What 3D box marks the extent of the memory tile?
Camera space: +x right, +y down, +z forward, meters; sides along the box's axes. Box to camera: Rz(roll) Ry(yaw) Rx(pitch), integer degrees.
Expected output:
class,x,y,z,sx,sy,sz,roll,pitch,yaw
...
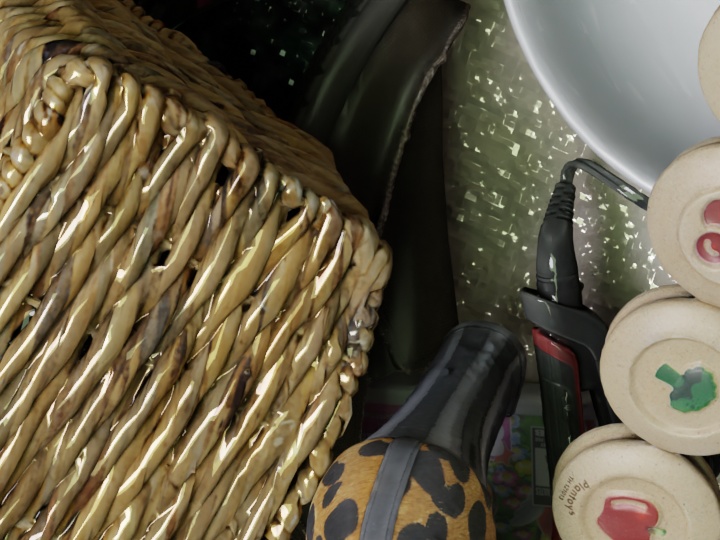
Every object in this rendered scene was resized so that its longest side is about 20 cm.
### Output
class,x,y,z,sx,sy,sz,roll,pitch,yaw
memory tile,0.142,0.025,0.800,0.153,0.017,0.201,20,124,7

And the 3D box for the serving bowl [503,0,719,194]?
class,x,y,z,sx,sy,sz,roll,pitch,yaw
serving bowl,0.139,-0.105,0.833,0.199,0.066,0.201,-3,83,25

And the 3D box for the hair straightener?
class,x,y,z,sx,sy,sz,roll,pitch,yaw
hair straightener,0.092,0.061,0.925,0.077,0.041,0.201,-12,101,-13

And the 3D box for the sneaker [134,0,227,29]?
class,x,y,z,sx,sy,sz,roll,pitch,yaw
sneaker,-0.057,-0.111,0.918,0.200,0.084,0.077,-35,89,27

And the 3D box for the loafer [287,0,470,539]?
class,x,y,z,sx,sy,sz,roll,pitch,yaw
loafer,0.000,0.000,0.931,0.071,0.073,0.201,18,104,-3

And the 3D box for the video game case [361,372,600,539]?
class,x,y,z,sx,sy,sz,roll,pitch,yaw
video game case,0.014,0.132,0.987,0.143,0.018,0.201,4,105,22

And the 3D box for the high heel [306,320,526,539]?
class,x,y,z,sx,sy,sz,roll,pitch,yaw
high heel,0.014,0.129,0.872,0.071,0.143,0.201,6,113,14

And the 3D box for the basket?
class,x,y,z,sx,sy,sz,roll,pitch,yaw
basket,-0.095,0.025,0.869,0.142,0.149,0.200,30,98,-28
